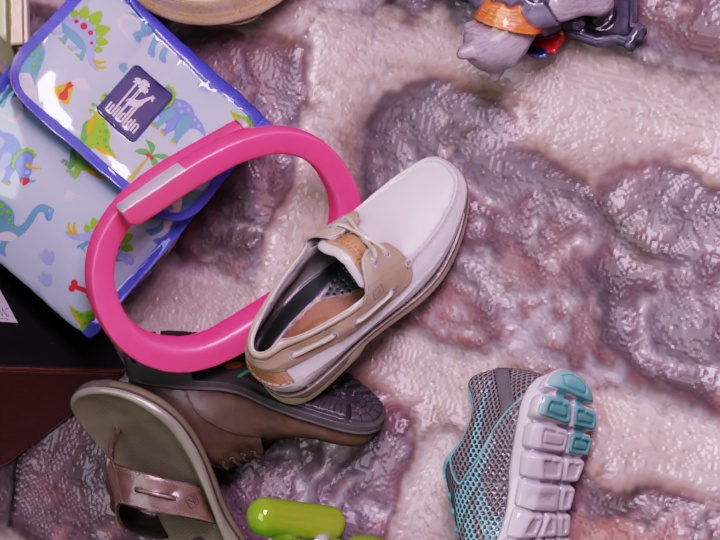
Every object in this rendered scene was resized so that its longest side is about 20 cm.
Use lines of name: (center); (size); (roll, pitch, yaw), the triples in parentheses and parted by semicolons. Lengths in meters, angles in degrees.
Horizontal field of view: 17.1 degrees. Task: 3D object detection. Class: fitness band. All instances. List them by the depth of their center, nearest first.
fitness band: (-0.093, -0.017, 1.633); (0.199, 0.144, 0.037); (-31, 28, -9)

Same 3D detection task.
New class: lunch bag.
lunch bag: (-0.186, -0.083, 1.685); (0.170, 0.127, 0.200); (41, 98, -7)

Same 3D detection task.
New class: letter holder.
letter holder: (-0.292, 0.070, 1.713); (0.142, 0.200, 0.101); (-40, 70, 21)

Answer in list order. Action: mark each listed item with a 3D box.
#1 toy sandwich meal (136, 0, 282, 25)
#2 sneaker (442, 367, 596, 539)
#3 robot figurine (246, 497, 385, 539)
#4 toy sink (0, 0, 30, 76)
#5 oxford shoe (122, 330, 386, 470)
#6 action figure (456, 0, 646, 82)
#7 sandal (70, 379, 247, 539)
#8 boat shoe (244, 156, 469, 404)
toy sandwich meal: (-0.107, -0.270, 1.701); (0.203, 0.070, 0.207); (0, 87, 8)
sneaker: (0.091, 0.156, 1.584); (0.091, 0.077, 0.201); (17, 92, 44)
robot figurine: (-0.037, 0.244, 1.606); (0.199, 0.116, 0.177); (-14, 64, 18)
toy sink: (-0.305, -0.196, 1.773); (0.111, 0.200, 0.131); (-2, 84, -1)
oxford shoe: (-0.072, 0.100, 1.677); (0.199, 0.073, 0.085); (11, 115, 27)
action figure: (0.096, -0.223, 1.578); (0.199, 0.105, 0.195); (12, 83, 26)
sandal: (-0.137, 0.163, 1.669); (0.080, 0.057, 0.202); (-28, 96, 42)
boat shoe: (0.000, 0.000, 1.602); (0.075, 0.068, 0.200); (34, 80, 26)
